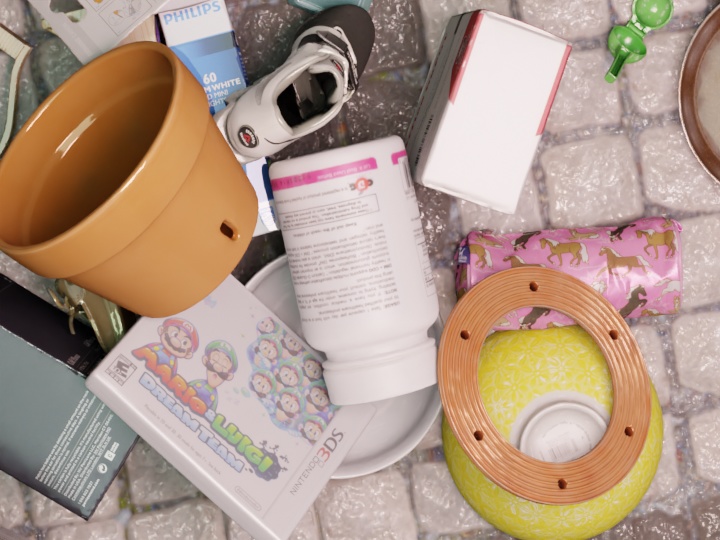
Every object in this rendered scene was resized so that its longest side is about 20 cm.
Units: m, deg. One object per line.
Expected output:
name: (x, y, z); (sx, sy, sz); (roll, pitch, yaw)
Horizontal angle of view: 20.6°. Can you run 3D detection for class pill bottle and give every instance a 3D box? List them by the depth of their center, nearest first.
pill bottle: (0.000, 0.000, 1.597); (0.113, 0.113, 0.202); (-12, 94, 0)

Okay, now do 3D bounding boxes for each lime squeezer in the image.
lime squeezer: (0.245, -0.221, 1.695); (0.038, 0.071, 0.200); (31, 63, 12)

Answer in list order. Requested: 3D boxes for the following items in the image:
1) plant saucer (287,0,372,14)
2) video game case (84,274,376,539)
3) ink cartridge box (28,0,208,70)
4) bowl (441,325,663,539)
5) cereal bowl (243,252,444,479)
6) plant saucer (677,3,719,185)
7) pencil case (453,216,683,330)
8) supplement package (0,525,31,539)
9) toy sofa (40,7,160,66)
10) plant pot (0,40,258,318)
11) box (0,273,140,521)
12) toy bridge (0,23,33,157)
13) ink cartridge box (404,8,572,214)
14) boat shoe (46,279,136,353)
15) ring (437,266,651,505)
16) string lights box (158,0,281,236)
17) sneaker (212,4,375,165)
plant saucer: (0.002, -0.303, 1.676); (0.070, 0.019, 0.201); (22, 111, -2)
video game case: (-0.099, 0.101, 1.584); (0.200, 0.182, 0.024); (42, 132, -3)
ink cartridge box: (-0.179, -0.265, 1.639); (0.200, 0.050, 0.161); (-43, 56, 0)
bowl: (0.170, 0.145, 1.698); (0.198, 0.108, 0.202); (0, 95, -1)
cereal bowl: (-0.022, 0.074, 1.700); (0.198, 0.083, 0.202); (0, 94, -1)
plant saucer: (0.371, -0.153, 1.716); (0.199, 0.034, 0.202); (0, 94, -2)
pencil case: (0.180, 0.002, 1.701); (0.198, 0.083, 0.087); (-4, 116, -1)
supplement package: (-0.335, 0.303, 1.697); (0.199, 0.111, 0.157); (25, 93, -3)
toy sofa: (-0.195, -0.132, 1.679); (0.097, 0.083, 0.201); (-16, 94, 3)
plant pot: (-0.173, -0.056, 1.537); (0.200, 0.200, 0.140); (-44, 124, 2)
box: (-0.265, 0.099, 1.639); (0.181, 0.200, 0.104); (32, 94, -3)
toy bridge: (-0.341, -0.112, 1.706); (0.067, 0.027, 0.201); (34, 93, -5)
ink cartridge box: (0.099, -0.131, 1.629); (0.082, 0.200, 0.148); (19, 94, -6)
boat shoe: (-0.244, -0.008, 1.675); (0.062, 0.073, 0.201); (-25, 68, -2)
ring: (0.150, 0.094, 1.619); (0.199, 0.019, 0.202); (9, 70, -24)
string lights box: (-0.116, -0.128, 1.672); (0.059, 0.103, 0.201); (-15, 94, -1)
sneaker: (-0.031, -0.157, 1.622); (0.074, 0.088, 0.200); (55, 50, -20)
